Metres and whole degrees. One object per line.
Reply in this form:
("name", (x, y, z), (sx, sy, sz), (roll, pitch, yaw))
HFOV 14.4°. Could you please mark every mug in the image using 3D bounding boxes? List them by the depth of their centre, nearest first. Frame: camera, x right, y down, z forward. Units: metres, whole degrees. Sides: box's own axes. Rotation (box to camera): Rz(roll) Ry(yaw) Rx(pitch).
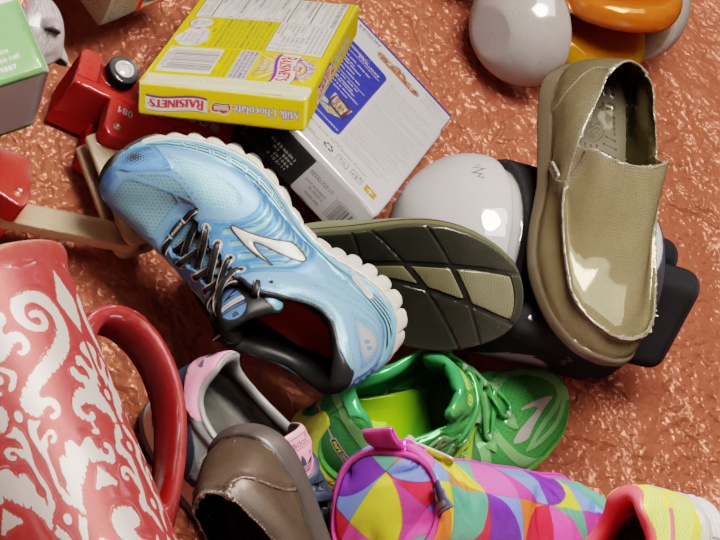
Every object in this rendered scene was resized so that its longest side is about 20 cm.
("mug", (-0.160, 0.094, 1.531), (0.177, 0.133, 0.200), (-22, 75, -19))

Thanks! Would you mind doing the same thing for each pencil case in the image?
("pencil case", (0.067, 0.146, 1.637), (0.200, 0.088, 0.088), (19, 46, -51))

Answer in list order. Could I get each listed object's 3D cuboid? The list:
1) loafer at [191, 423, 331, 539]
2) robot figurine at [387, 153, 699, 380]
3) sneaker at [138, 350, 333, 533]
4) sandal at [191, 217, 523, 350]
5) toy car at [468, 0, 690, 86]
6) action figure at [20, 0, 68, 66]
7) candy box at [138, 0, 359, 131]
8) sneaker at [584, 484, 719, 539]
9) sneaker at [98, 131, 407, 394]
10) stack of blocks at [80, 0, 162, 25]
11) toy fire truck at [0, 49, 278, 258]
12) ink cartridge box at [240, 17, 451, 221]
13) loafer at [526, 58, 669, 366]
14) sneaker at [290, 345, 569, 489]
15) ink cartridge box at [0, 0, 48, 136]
("loafer", (-0.043, 0.185, 1.558), (0.200, 0.073, 0.071), (62, 35, -8))
("robot figurine", (0.109, 0.001, 1.785), (0.200, 0.150, 0.125), (15, 75, -24))
("sneaker", (-0.043, 0.133, 1.617), (0.200, 0.082, 0.070), (47, 45, 5))
("sandal", (-0.001, -0.001, 1.700), (0.201, 0.080, 0.057), (5, 19, 12))
("toy car", (0.146, -0.229, 1.952), (0.175, 0.150, 0.200), (-17, 69, -39))
("action figure", (-0.265, -0.141, 1.645), (0.193, 0.105, 0.200), (9, 38, -3))
("candy box", (-0.066, -0.131, 1.747), (0.102, 0.026, 0.200), (8, 22, 6))
("sneaker", (0.130, 0.207, 1.626), (0.090, 0.078, 0.200), (33, 79, -49))
("sneaker", (-0.066, -0.003, 1.630), (0.200, 0.078, 0.090), (35, 33, 0))
("stack of blocks", (-0.166, -0.260, 1.773), (0.115, 0.059, 0.200), (-26, 72, -34))
("toy fire truck", (-0.146, -0.057, 1.710), (0.200, 0.049, 0.141), (24, 49, -18))
("ink cartridge box", (-0.006, -0.092, 1.805), (0.095, 0.037, 0.200), (47, 28, -5))
("loafer", (0.144, -0.042, 1.703), (0.076, 0.067, 0.200), (7, 66, -28))
("sneaker", (0.055, 0.089, 1.710), (0.200, 0.084, 0.074), (-7, 63, -37))
("ink cartridge box", (-0.279, -0.160, 1.572), (0.145, 0.084, 0.200), (-20, 76, -18))
